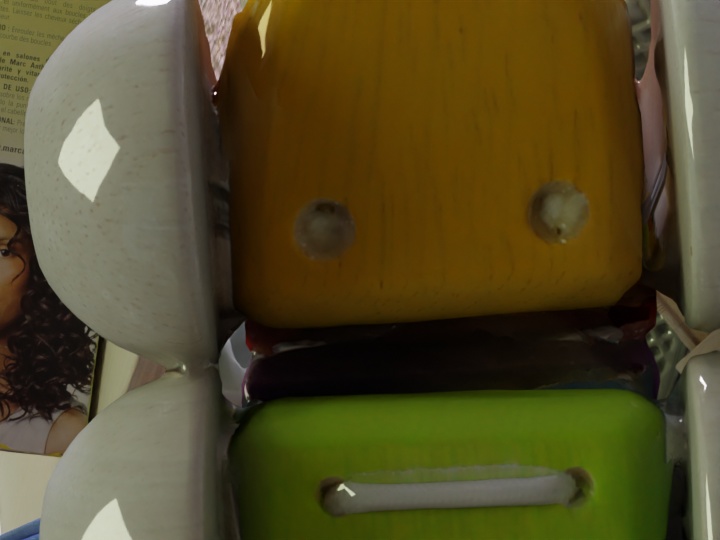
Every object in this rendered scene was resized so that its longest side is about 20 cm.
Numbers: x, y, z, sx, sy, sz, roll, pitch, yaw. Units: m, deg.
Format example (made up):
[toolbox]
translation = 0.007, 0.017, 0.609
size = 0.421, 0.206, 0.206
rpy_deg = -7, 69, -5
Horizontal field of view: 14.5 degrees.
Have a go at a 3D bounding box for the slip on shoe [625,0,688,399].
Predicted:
[slip on shoe]
translation = 0.060, -0.011, 0.777
size = 0.061, 0.074, 0.201
rpy_deg = -87, 16, -64

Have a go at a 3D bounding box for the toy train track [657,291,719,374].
[toy train track]
translation = 0.036, -0.044, 0.710
size = 0.200, 0.032, 0.115
rpy_deg = 51, 129, 8

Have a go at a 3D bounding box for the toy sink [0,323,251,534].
[toy sink]
translation = -0.052, 0.048, 1.015
size = 0.131, 0.111, 0.201
rpy_deg = -104, 28, -49

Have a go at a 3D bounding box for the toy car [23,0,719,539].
[toy car]
translation = 0.020, 0.020, 0.636
size = 0.150, 0.174, 0.202
rpy_deg = 67, -160, -86

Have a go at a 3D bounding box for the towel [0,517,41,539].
[towel]
translation = -0.051, 0.161, 0.810
size = 0.024, 0.144, 0.201
rpy_deg = 8, -120, -80

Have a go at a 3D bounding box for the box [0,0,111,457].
[box]
translation = -0.119, -0.040, 0.965
size = 0.050, 0.075, 0.202
rpy_deg = 170, 107, -73

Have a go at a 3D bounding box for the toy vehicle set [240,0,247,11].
[toy vehicle set]
translation = 0.000, 0.000, 0.907
size = 0.201, 0.026, 0.125
rpy_deg = -101, -9, -47
